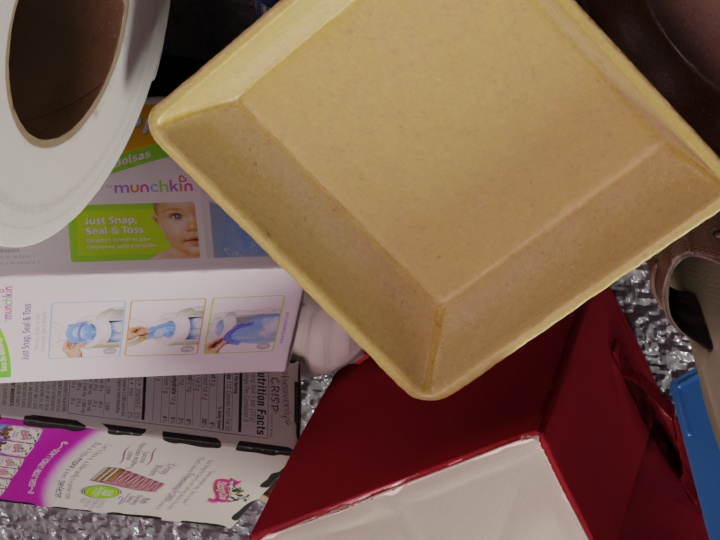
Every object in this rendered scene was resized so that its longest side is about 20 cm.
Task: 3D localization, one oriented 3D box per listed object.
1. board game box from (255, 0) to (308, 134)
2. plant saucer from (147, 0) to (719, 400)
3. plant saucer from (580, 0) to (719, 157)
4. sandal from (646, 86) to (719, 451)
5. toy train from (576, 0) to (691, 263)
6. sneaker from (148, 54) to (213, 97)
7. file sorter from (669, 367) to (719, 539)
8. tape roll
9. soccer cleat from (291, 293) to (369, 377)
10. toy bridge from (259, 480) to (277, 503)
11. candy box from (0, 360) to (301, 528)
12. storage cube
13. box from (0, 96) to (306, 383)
[{"bbox_3d":[0.009,-0.180,1.049,0.035,0.135,0.201,32,136,45],"label":"board game box"},{"bbox_3d":[0.038,-0.063,1.013,0.200,0.048,0.200,-37,107,29],"label":"plant saucer"},{"bbox_3d":[0.189,-0.135,0.957,0.200,0.034,0.201,17,125,26],"label":"plant saucer"},{"bbox_3d":[0.171,0.007,1.017,0.080,0.057,0.202,-25,80,26],"label":"sandal"},{"bbox_3d":[0.127,-0.092,1.081,0.114,0.085,0.201,10,122,7],"label":"toy train"},{"bbox_3d":[-0.046,-0.099,1.172,0.199,0.060,0.104,20,141,8],"label":"sneaker"},{"bbox_3d":[0.274,0.083,1.057,0.200,0.122,0.139,-35,56,40],"label":"file sorter"},{"bbox_3d":[-0.187,-0.124,0.976,0.139,0.203,0.203,16,126,19],"label":"tape roll"},{"bbox_3d":[0.000,0.000,1.195,0.077,0.070,0.200,18,145,-37],"label":"soccer cleat"},{"bbox_3d":[-0.071,0.093,1.338,0.200,0.027,0.067,49,131,-7],"label":"toy bridge"},{"bbox_3d":[-0.146,0.087,1.231,0.199,0.061,0.136,10,154,-18],"label":"candy box"},{"bbox_3d":[0.073,0.137,1.169,0.199,0.180,0.171,-23,108,24],"label":"storage cube"},{"bbox_3d":[-0.135,-0.016,1.120,0.199,0.113,0.101,-2,147,-12],"label":"box"}]
